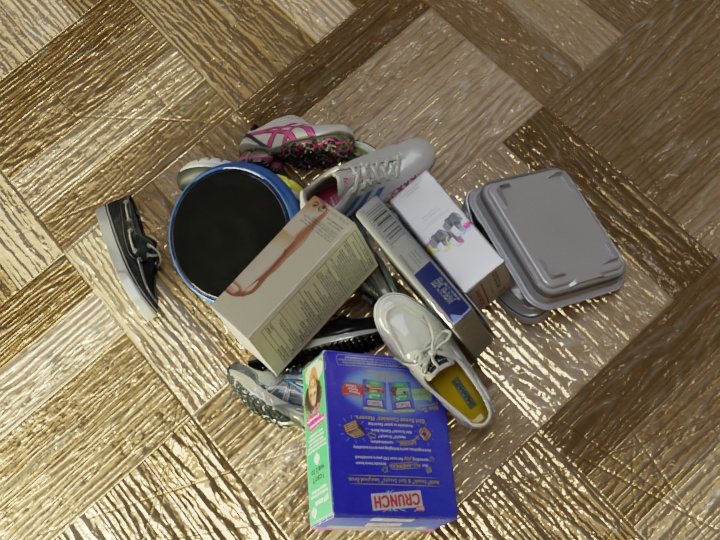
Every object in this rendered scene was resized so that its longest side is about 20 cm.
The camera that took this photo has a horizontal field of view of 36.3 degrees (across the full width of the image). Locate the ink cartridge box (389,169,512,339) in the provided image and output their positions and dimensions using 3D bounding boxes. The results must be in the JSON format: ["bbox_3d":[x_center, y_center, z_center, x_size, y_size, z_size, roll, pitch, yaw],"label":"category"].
[{"bbox_3d":[0.129,-0.019,1.394,0.068,0.115,0.201,-38,70,1],"label":"ink cartridge box"}]

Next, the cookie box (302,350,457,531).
[{"bbox_3d":[0.021,0.211,1.345,0.168,0.075,0.204,7,63,-23],"label":"cookie box"}]

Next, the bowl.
[{"bbox_3d":[-0.174,-0.048,1.510,0.196,0.039,0.205,0,90,15],"label":"bowl"}]

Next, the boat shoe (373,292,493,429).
[{"bbox_3d":[0.089,0.111,1.322,0.074,0.086,0.203,-37,88,-1],"label":"boat shoe"}]

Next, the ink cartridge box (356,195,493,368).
[{"bbox_3d":[0.088,0.018,1.388,0.043,0.200,0.197,-40,66,1],"label":"ink cartridge box"}]

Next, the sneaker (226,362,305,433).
[{"bbox_3d":[-0.081,0.163,1.433,0.197,0.078,0.087,26,66,10],"label":"sneaker"}]

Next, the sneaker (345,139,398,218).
[{"bbox_3d":[0.022,-0.109,1.533,0.199,0.077,0.089,40,86,25],"label":"sneaker"}]

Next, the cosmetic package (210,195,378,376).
[{"bbox_3d":[-0.083,0.019,1.405,0.087,0.104,0.200,34,74,35],"label":"cosmetic package"}]

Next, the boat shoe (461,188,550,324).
[{"bbox_3d":[0.189,-0.020,1.463,0.073,0.066,0.201,-30,65,-5],"label":"boat shoe"}]

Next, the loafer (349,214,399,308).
[{"bbox_3d":[0.000,0.000,1.487,0.062,0.072,0.202,-26,55,-4],"label":"loafer"}]

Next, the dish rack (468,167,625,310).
[{"bbox_3d":[0.252,-0.053,1.440,0.169,0.044,0.202,-13,62,-29],"label":"dish rack"}]

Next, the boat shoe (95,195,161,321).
[{"bbox_3d":[-0.317,-0.023,1.551,0.063,0.071,0.202,-27,63,-2],"label":"boat shoe"}]

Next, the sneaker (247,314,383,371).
[{"bbox_3d":[-0.060,0.072,1.463,0.196,0.070,0.092,-13,67,6],"label":"sneaker"}]

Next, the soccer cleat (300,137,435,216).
[{"bbox_3d":[0.009,-0.120,1.459,0.197,0.086,0.071,-28,73,5],"label":"soccer cleat"}]

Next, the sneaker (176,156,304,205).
[{"bbox_3d":[-0.176,-0.102,1.559,0.196,0.075,0.086,11,69,14],"label":"sneaker"}]

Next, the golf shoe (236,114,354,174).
[{"bbox_3d":[-0.093,-0.189,1.558,0.197,0.072,0.094,-6,62,31],"label":"golf shoe"}]
